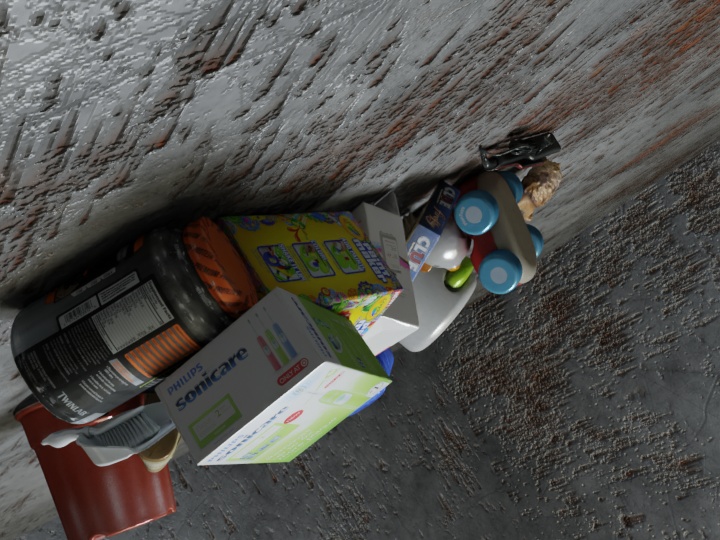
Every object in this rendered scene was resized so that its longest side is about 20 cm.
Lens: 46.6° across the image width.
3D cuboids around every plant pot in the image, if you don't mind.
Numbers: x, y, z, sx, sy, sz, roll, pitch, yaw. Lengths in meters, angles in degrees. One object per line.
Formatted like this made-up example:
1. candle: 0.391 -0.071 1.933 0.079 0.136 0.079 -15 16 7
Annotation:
1. plant pot: -0.353 0.266 1.163 0.199 0.197 0.201 -19 171 -3

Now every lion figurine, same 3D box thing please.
1. lion figurine: 0.235 -0.115 1.379 0.199 0.073 0.123 -24 162 -7

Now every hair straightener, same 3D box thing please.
1. hair straightener: 0.230 -0.176 1.171 0.199 0.041 0.077 -11 160 -49

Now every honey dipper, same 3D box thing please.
1. honey dipper: -0.004 -0.026 1.247 0.199 0.038 0.038 -28 170 2

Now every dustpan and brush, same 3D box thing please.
1. dustpan and brush: -0.314 0.201 1.026 0.199 0.058 0.140 -26 -176 24

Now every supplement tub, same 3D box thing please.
1. supplement tub: -0.202 0.042 0.760 0.199 0.123 0.123 -30 170 5

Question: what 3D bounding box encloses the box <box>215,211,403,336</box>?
1. box: -0.096 0.047 0.921 0.192 0.122 0.200 -8 145 -47

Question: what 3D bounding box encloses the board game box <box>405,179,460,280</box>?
1. board game box: 0.067 -0.014 1.169 0.201 0.034 0.136 -61 180 36

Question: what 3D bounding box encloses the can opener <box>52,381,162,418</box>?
1. can opener: -0.287 0.142 1.052 0.198 0.079 0.063 -8 169 0

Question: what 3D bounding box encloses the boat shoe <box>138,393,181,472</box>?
1. boat shoe: -0.261 0.172 1.136 0.071 0.201 0.065 15 145 -2

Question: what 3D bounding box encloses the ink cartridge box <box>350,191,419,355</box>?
1. ink cartridge box: 0.000 0.000 1.046 0.067 0.201 0.116 18 141 -36

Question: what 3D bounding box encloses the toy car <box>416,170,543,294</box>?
1. toy car: 0.154 -0.042 1.283 0.199 0.178 0.184 -20 -172 29

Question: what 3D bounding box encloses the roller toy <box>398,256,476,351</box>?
1. roller toy: 0.104 0.041 1.507 0.200 0.140 0.182 -50 -179 -6

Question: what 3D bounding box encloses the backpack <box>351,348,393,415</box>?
1. backpack: -0.050 0.154 1.424 0.162 0.200 0.168 -31 -161 25

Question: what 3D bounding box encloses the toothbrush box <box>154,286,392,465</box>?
1. toothbrush box: -0.074 0.108 0.795 0.145 0.086 0.200 -39 158 7
